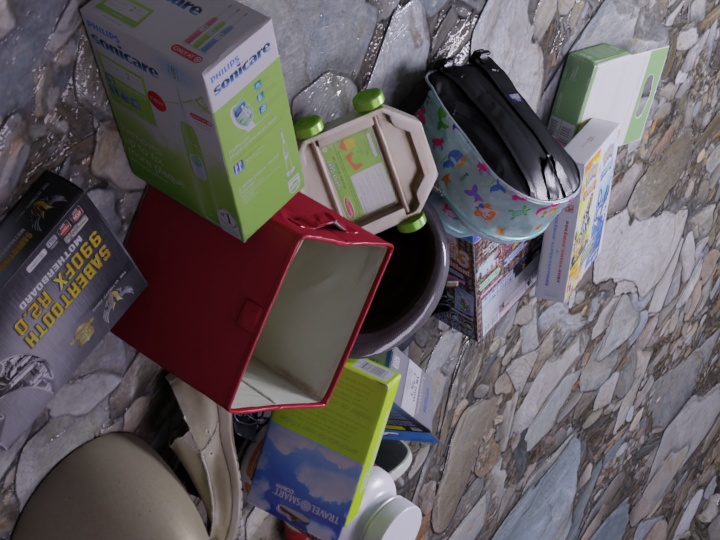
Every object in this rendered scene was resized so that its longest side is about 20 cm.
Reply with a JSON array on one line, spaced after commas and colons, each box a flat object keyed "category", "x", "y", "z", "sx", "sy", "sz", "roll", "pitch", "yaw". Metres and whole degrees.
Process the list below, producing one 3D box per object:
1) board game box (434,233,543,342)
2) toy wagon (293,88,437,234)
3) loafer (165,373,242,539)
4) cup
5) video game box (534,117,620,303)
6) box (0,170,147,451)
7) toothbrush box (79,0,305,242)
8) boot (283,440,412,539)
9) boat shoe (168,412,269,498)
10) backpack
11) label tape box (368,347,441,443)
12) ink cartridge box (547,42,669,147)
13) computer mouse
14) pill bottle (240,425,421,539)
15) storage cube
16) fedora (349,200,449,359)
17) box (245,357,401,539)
[{"category": "board game box", "x": 0.151, "y": -0.045, "z": 1.963, "sx": 0.159, "sy": 0.097, "sz": 0.201, "roll": -43, "pitch": 147, "yaw": -29}, {"category": "toy wagon", "x": -0.022, "y": -0.090, "z": 1.647, "sx": 0.199, "sy": 0.040, "sz": 0.156, "roll": -24, "pitch": 116, "yaw": -7}, {"category": "loafer", "x": -0.162, "y": 0.184, "z": 1.649, "sx": 0.076, "sy": 0.068, "sz": 0.202, "roll": -171, "pitch": -105, "yaw": -80}, {"category": "cup", "x": -0.229, "y": 0.284, "z": 1.600, "sx": 0.200, "sy": 0.143, "sz": 0.201, "roll": -39, "pitch": 146, "yaw": -34}, {"category": "video game box", "x": 0.274, "y": -0.079, "z": 2.018, "sx": 0.200, "sy": 0.046, "sz": 0.184, "roll": -44, "pitch": 141, "yaw": -61}, {"category": "box", "x": -0.287, "y": 0.038, "z": 1.383, "sx": 0.200, "sy": 0.048, "sz": 0.159, "roll": -51, "pitch": 150, "yaw": -17}, {"category": "toothbrush box", "x": -0.138, "y": -0.143, "z": 1.359, "sx": 0.086, "sy": 0.145, "sz": 0.201, "roll": -44, "pitch": 148, "yaw": -27}, {"category": "boot", "x": -0.017, "y": 0.304, "z": 2.040, "sx": 0.199, "sy": 0.072, "sz": 0.145, "roll": -31, "pitch": 141, "yaw": -29}, {"category": "boat shoe", "x": -0.134, "y": 0.158, "z": 1.726, "sx": 0.201, "sy": 0.062, "sz": 0.075, "roll": -59, "pitch": 150, "yaw": -6}, {"category": "backpack", "x": 0.139, "y": -0.121, "z": 1.773, "sx": 0.177, "sy": 0.200, "sz": 0.151, "roll": -19, "pitch": 152, "yaw": -52}, {"category": "label tape box", "x": 0.001, "y": 0.137, "z": 1.830, "sx": 0.200, "sy": 0.143, "sz": 0.064, "roll": 44, "pitch": 53, "yaw": -61}, {"category": "ink cartridge box", "x": 0.325, "y": -0.228, "z": 2.129, "sx": 0.199, "sy": 0.048, "sz": 0.146, "roll": -23, "pitch": 134, "yaw": -49}, {"category": "computer mouse", "x": 0.062, "y": 0.059, "z": 1.859, "sx": 0.140, "sy": 0.046, "sz": 0.200, "roll": -36, "pitch": 172, "yaw": 0}, {"category": "pill bottle", "x": -0.032, "y": 0.255, "z": 1.830, "sx": 0.112, "sy": 0.199, "sz": 0.113, "roll": -38, "pitch": 145, "yaw": -34}, {"category": "storage cube", "x": -0.109, "y": 0.014, "z": 1.511, "sx": 0.171, "sy": 0.179, "sz": 0.201, "roll": 3, "pitch": 114, "yaw": -59}, {"category": "fedora", "x": 0.000, "y": 0.000, "z": 1.735, "sx": 0.201, "sy": 0.176, "sz": 0.090, "roll": -54, "pitch": 180, "yaw": -11}, {"category": "box", "x": -0.041, "y": 0.181, "z": 1.723, "sx": 0.048, "sy": 0.121, "sz": 0.201, "roll": -33, "pitch": 143, "yaw": -62}]
